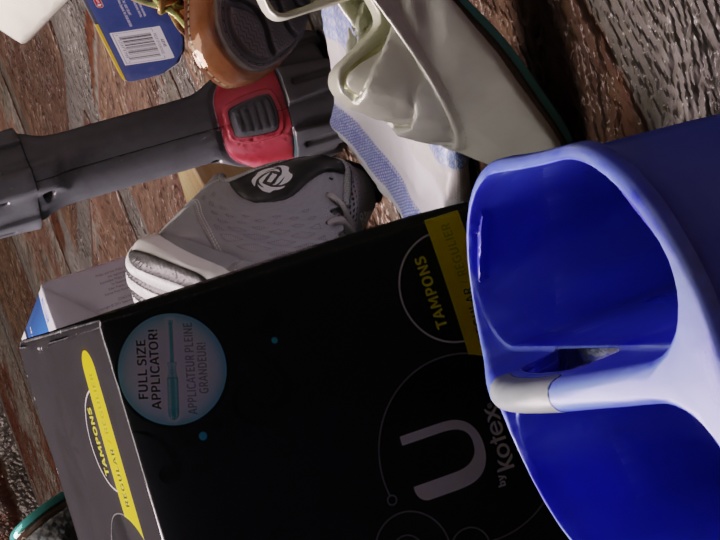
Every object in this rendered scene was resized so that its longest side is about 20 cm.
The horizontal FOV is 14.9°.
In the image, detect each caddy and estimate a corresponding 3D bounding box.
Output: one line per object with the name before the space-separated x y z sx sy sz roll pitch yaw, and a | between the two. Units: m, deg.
caddy | 0.093 0.024 0.856 0.200 0.105 0.141 172 80 -73

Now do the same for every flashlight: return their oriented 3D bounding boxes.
flashlight | -0.108 -0.064 1.371 0.068 0.200 0.068 88 161 -50

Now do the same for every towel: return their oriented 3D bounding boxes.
towel | 0.009 -0.113 1.219 0.147 0.024 0.200 -126 23 -51

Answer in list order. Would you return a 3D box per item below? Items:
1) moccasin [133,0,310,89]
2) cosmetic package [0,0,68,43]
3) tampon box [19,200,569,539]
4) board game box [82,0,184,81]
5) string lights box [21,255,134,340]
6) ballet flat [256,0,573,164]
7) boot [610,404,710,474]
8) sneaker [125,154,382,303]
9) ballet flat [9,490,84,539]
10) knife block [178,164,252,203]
moccasin | -0.073 -0.145 1.281 0.074 0.078 0.201 51 -163 -37
cosmetic package | -0.122 -0.206 1.231 0.200 0.087 0.103 -38 27 40
tampon box | -0.012 0.066 1.111 0.126 0.200 0.150 -13 95 68
board game box | -0.126 -0.239 1.458 0.200 0.062 0.200 67 -163 -59
string lights box | -0.121 0.032 1.476 0.200 0.103 0.059 135 116 -77
ballet flat | -0.001 -0.102 1.047 0.200 0.069 0.069 53 169 -8
boot | 0.087 0.064 1.022 0.200 0.066 0.165 67 155 7
sneaker | 0.000 0.000 1.276 0.200 0.116 0.075 24 143 18
ballet flat | -0.117 0.135 1.231 0.200 0.072 0.072 94 158 -85
knife block | -0.033 -0.002 1.439 0.176 0.064 0.200 164 89 -76
